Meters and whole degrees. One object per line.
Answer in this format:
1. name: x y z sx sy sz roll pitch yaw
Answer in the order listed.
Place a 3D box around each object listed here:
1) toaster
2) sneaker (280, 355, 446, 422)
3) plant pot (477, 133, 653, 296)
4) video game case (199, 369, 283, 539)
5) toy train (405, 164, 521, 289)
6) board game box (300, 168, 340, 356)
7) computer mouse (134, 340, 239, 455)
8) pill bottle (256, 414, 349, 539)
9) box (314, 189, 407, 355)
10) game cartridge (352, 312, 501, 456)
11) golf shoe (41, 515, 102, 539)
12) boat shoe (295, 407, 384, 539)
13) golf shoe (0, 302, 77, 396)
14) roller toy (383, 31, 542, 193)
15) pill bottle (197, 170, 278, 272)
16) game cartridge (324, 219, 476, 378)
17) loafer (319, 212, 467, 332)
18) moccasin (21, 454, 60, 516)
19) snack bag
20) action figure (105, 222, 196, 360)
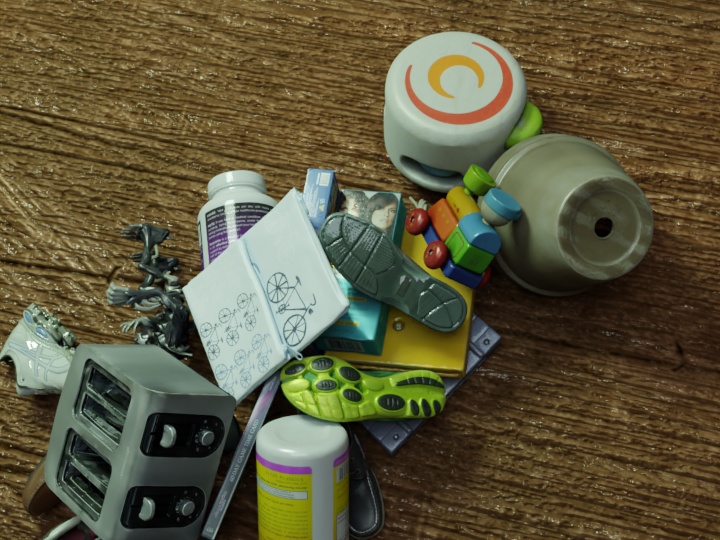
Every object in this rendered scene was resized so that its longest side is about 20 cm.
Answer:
1. toaster: -0.249 0.182 1.175 0.199 0.118 0.182 26 101 43
2. sneaker: -0.001 0.147 1.224 0.198 0.084 0.075 10 70 -19
3. plant pot: 0.254 -0.057 1.243 0.198 0.174 0.202 -2 99 -10
4. video game case: -0.140 0.219 1.239 0.019 0.143 0.201 24 72 -2
5. toy train: 0.116 -0.079 1.266 0.116 0.084 0.201 -53 33 22
6. board game box: -0.057 -0.007 1.321 0.034 0.136 0.202 6 69 9
7. computer mouse: -0.224 0.154 1.329 0.200 0.034 0.059 41 80 22
8. pill bottle: -0.064 0.272 1.189 0.103 0.104 0.202 2 106 7
9. box: 0.000 0.000 1.299 0.082 0.049 0.202 4 64 13
10. game cartridge: 0.062 0.114 1.316 0.130 0.038 0.200 42 79 15
11. golf shoe: -0.284 0.304 1.249 0.199 0.088 0.078 -26 75 -4
12. boat shoe: -0.029 0.222 1.254 0.071 0.065 0.201 -21 78 2
13. golf shoe: -0.382 0.134 1.334 0.097 0.078 0.200 -49 54 -5
14. roller toy: 0.119 -0.202 1.375 0.181 0.140 0.201 -20 61 -11
15. pill bottle: -0.148 -0.021 1.348 0.111 0.113 0.202 -9 68 3
16. game cartridge: 0.056 0.030 1.318 0.175 0.033 0.201 4 63 14
17. loafer: 0.034 0.005 1.241 0.199 0.063 0.072 37 91 -4
18. moccasin: -0.319 0.236 1.295 0.201 0.074 0.078 -31 60 -16
19. snack bag: -0.111 0.030 1.218 0.200 0.021 0.189 -39 54 20
20. action figure: -0.262 0.044 1.329 0.101 0.119 0.201 -11 51 -10
